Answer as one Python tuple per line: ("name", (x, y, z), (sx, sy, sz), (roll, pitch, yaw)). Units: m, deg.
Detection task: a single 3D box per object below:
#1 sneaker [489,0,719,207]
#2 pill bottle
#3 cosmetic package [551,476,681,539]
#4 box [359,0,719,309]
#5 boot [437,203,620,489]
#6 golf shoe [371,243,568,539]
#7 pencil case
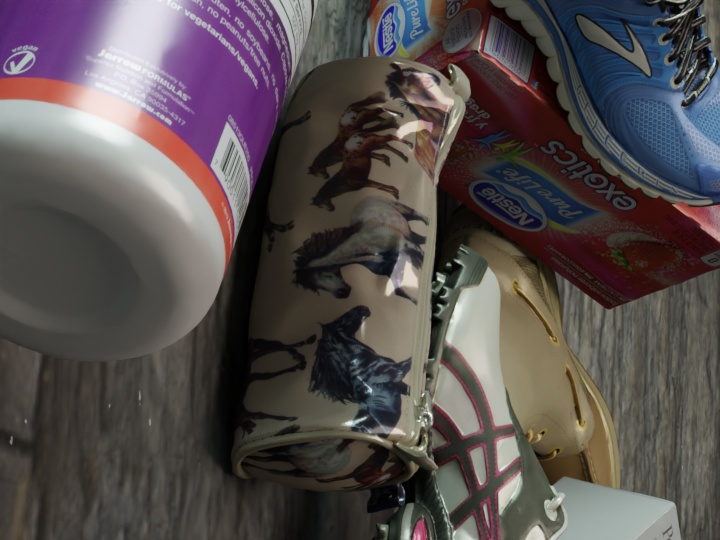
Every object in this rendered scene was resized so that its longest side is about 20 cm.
("sneaker", (0.128, -0.113, 1.191), (0.200, 0.089, 0.079), (49, 47, -19))
("pill bottle", (-0.080, -0.074, 0.912), (0.113, 0.112, 0.201), (66, 30, -42))
("cosmetic package", (0.074, 0.193, 1.232), (0.200, 0.071, 0.102), (-35, 122, -40))
("box", (0.099, -0.078, 1.286), (0.200, 0.095, 0.100), (34, 52, -32))
("boot", (0.069, 0.083, 1.314), (0.156, 0.072, 0.201), (-56, 136, -57))
("golf shoe", (0.049, 0.090, 1.171), (0.077, 0.088, 0.201), (122, -22, -70))
("pencil case", (0.000, 0.000, 1.132), (0.078, 0.089, 0.201), (73, 22, -62))
